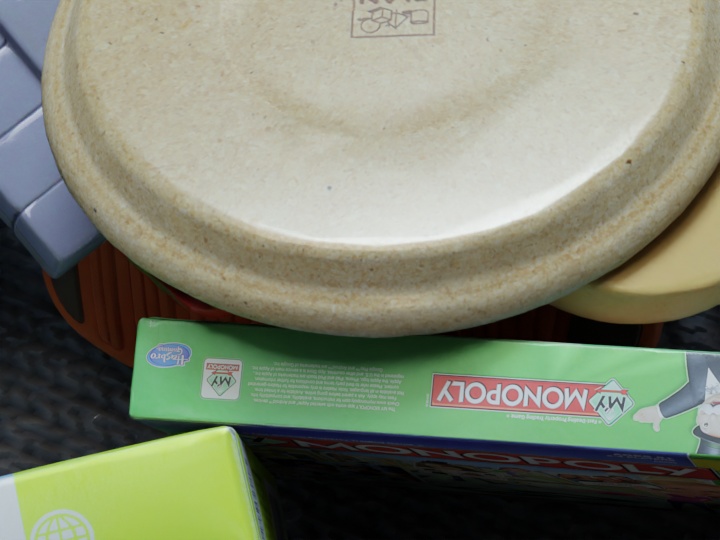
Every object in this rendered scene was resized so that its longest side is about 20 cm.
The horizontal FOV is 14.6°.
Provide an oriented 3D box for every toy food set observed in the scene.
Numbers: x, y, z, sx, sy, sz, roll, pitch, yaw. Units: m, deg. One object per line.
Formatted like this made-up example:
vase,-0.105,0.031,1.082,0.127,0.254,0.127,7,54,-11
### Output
toy food set,0.012,-0.058,0.770,0.199,0.049,0.198,-14,51,-5

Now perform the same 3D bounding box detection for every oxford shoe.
oxford shoe,0.000,0.000,0.878,0.199,0.072,0.073,5,27,14

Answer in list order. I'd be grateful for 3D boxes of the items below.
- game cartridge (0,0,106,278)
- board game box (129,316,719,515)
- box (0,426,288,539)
game cartridge,-0.053,-0.105,0.852,0.200,0.038,0.130,-40,83,-17
board game box,0.052,0.043,0.770,0.199,0.135,0.029,3,80,16
box,-0.120,0.092,0.768,0.199,0.122,0.048,-13,80,0
